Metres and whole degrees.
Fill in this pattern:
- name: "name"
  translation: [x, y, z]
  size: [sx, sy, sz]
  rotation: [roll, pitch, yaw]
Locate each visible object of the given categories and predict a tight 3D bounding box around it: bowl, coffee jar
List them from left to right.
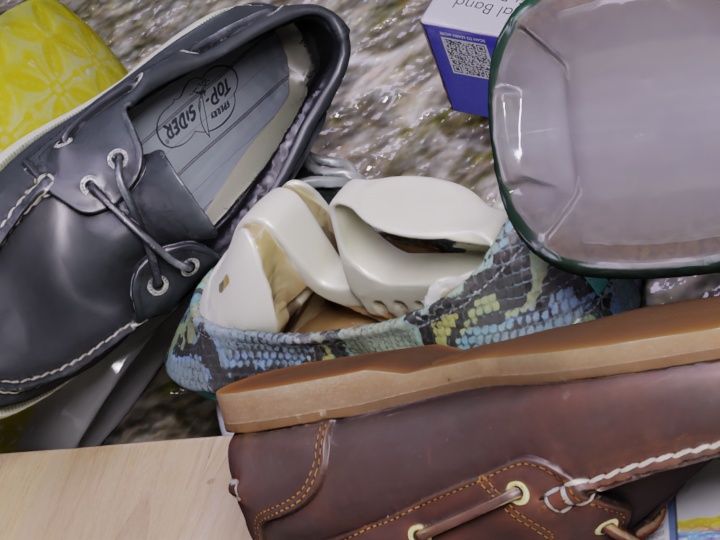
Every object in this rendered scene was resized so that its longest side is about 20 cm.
- name: "bowl"
  translation: [-0.126, 0.010, 0.951]
  size: [0.108, 0.200, 0.200]
  rotation: [35, 65, 5]
- name: "coffee jar"
  translation: [0.118, -0.045, 0.752]
  size: [0.104, 0.086, 0.200]
  rotation: [-6, 0, 24]

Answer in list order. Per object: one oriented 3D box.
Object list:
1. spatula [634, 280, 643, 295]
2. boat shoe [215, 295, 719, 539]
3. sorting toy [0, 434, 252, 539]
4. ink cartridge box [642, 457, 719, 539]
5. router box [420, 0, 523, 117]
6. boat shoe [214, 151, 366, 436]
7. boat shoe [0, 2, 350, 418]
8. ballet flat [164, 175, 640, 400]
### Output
- name: "spatula"
  translation: [0.093, -0.019, 0.918]
  size: [0.056, 0.021, 0.200]
  rotation: [-9, 44, 20]
- name: "boat shoe"
  translation: [0.051, 0.049, 0.703]
  size: [0.200, 0.071, 0.070]
  rotation: [-12, 1, 37]
- name: "sorting toy"
  translation: [-0.087, 0.153, 0.816]
  size: [0.198, 0.070, 0.200]
  rotation: [-6, 45, 30]
- name: "ink cartridge box"
  translation: [0.113, 0.102, 0.719]
  size: [0.145, 0.088, 0.200]
  rotation: [-18, 38, 19]
- name: "router box"
  translation: [0.151, -0.120, 0.939]
  size: [0.200, 0.049, 0.180]
  rotation: [13, 55, 30]
- name: "boat shoe"
  translation: [-0.023, -0.007, 0.944]
  size: [0.068, 0.074, 0.200]
  rotation: [-20, 41, 10]
- name: "boat shoe"
  translation: [-0.068, -0.026, 0.863]
  size: [0.066, 0.075, 0.199]
  rotation: [-13, 23, 51]
- name: "ballet flat"
  translation: [0.000, 0.000, 0.808]
  size: [0.200, 0.074, 0.074]
  rotation: [-6, 44, 44]
